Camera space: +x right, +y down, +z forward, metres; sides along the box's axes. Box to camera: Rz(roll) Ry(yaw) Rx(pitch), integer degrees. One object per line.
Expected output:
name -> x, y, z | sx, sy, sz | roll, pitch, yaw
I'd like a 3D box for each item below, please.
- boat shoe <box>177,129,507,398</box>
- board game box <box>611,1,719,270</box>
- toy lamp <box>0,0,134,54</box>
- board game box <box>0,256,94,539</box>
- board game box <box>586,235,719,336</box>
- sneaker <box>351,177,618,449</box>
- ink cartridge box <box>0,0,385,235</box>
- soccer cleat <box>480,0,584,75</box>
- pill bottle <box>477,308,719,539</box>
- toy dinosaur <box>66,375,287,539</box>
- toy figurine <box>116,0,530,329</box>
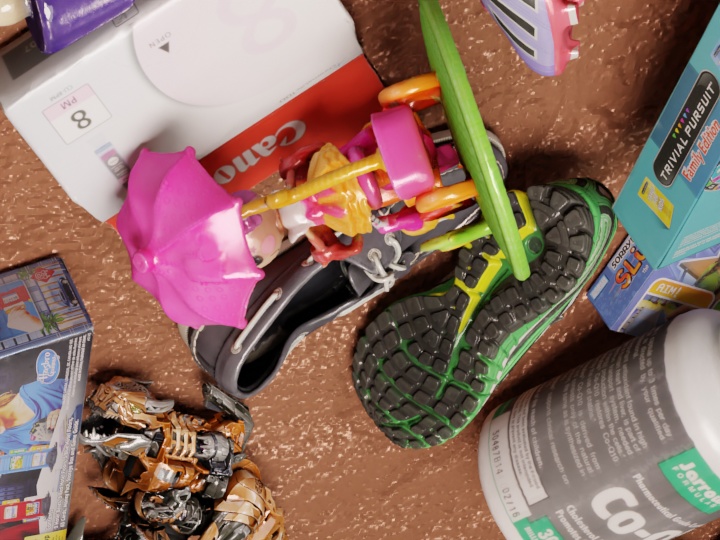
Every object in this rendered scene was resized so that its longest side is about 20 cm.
boat shoe -> 0.000, 0.000, 1.479 | 0.200, 0.063, 0.073 | -33, 134, 0
board game box -> 0.228, -0.095, 1.437 | 0.151, 0.047, 0.200 | -22, 155, -27
toy lamp -> -0.201, -0.109, 1.275 | 0.200, 0.058, 0.058 | -18, 135, -11
board game box -> -0.248, 0.098, 1.433 | 0.200, 0.062, 0.200 | -7, 132, -23
board game box -> 0.245, -0.007, 1.629 | 0.200, 0.034, 0.135 | 15, 119, -38
sneaker -> 0.074, 0.026, 1.536 | 0.200, 0.078, 0.085 | -45, 166, 31
ink cartridge box -> -0.069, -0.075, 1.386 | 0.163, 0.057, 0.200 | -33, 132, 2
soccer cleat -> 0.064, -0.170, 1.372 | 0.076, 0.067, 0.200 | -2, 144, 14
pill bottle -> 0.174, 0.090, 1.578 | 0.200, 0.113, 0.113 | -29, 142, 31
toy dinosaur -> -0.094, 0.136, 1.538 | 0.200, 0.102, 0.136 | 41, 86, -24
toy figurine -> -0.027, -0.037, 1.369 | 0.184, 0.150, 0.200 | -19, 178, 2
